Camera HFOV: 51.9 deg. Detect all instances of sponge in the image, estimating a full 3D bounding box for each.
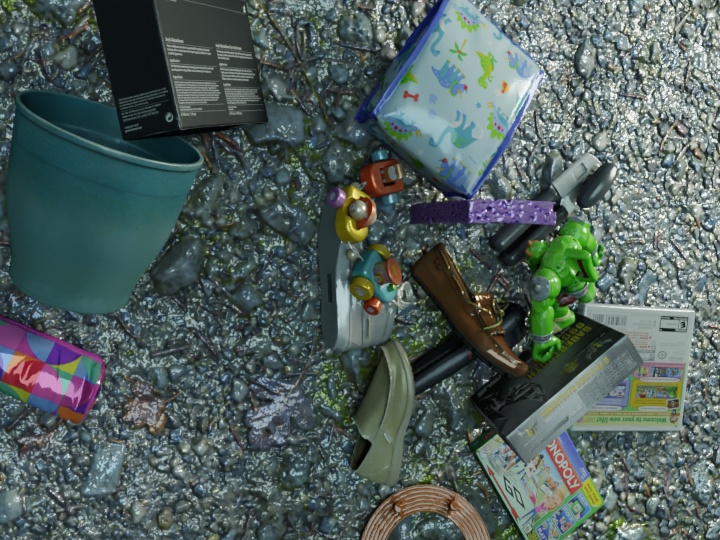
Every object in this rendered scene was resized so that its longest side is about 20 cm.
[{"bbox_3d":[0.144,-0.071,0.915,0.108,0.200,0.031,-1,94,-16],"label":"sponge"}]

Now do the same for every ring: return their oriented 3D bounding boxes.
[{"bbox_3d":[0.092,0.400,1.012,0.194,0.019,0.207,2,77,-10],"label":"ring"}]

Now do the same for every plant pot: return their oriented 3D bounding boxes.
[{"bbox_3d":[-0.292,-0.066,0.804,0.195,0.201,0.192,18,105,-16],"label":"plant pot"}]

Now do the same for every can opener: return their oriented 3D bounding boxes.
[{"bbox_3d":[0.143,0.107,1.004,0.197,0.063,0.080,-30,101,-11],"label":"can opener"},{"bbox_3d":[0.268,-0.085,1.017,0.199,0.067,0.054,-42,104,-8],"label":"can opener"}]

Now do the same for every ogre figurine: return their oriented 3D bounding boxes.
[{"bbox_3d":[0.272,0.008,0.987,0.198,0.098,0.121,-38,135,-14],"label":"ogre figurine"}]

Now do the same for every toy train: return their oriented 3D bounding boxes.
[{"bbox_3d":[0.032,-0.051,0.913,0.148,0.055,0.206,-11,89,-49],"label":"toy train"}]

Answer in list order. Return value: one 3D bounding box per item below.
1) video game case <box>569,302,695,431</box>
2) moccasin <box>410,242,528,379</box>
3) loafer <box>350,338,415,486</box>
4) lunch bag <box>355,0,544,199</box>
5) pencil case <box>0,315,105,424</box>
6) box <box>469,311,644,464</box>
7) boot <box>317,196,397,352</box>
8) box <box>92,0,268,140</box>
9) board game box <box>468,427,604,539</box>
[{"bbox_3d":[0.403,0.146,1.103,0.194,0.022,0.188,4,95,-17],"label":"video game case"},{"bbox_3d":[0.149,0.051,0.957,0.077,0.074,0.203,-40,64,7],"label":"moccasin"},{"bbox_3d":[0.025,0.189,0.966,0.066,0.076,0.206,1,104,-16],"label":"loafer"},{"bbox_3d":[0.116,-0.221,0.928,0.168,0.127,0.202,35,90,-16],"label":"lunch bag"},{"bbox_3d":[-0.390,0.101,0.845,0.197,0.088,0.090,30,88,-18],"label":"pencil case"},{"bbox_3d":[0.252,0.148,0.980,0.199,0.158,0.049,-40,100,-1],"label":"box"},{"bbox_3d":[0.000,0.000,0.958,0.093,0.073,0.207,-3,100,-28],"label":"boot"},{"bbox_3d":[-0.186,-0.223,0.804,0.077,0.200,0.146,-4,100,20],"label":"box"},{"bbox_3d":[0.257,0.297,1.075,0.133,0.029,0.203,-34,104,-9],"label":"board game box"}]
